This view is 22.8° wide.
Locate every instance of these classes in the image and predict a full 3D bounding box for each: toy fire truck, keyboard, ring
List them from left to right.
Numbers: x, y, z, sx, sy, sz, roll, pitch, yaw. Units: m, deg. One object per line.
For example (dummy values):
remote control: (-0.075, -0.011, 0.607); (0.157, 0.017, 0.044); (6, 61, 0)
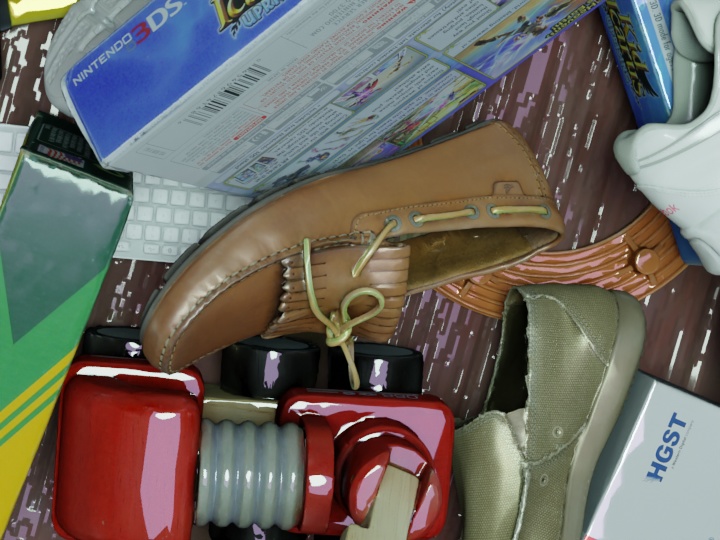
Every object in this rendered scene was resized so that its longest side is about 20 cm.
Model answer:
keyboard: (-0.144, -0.037, 0.820); (0.199, 0.011, 0.057); (5, 95, -9)
toy fire truck: (-0.042, 0.103, 0.752); (0.175, 0.200, 0.129); (5, 95, -9)
ring: (0.092, -0.073, 0.846); (0.199, 0.019, 0.202); (-1, 95, -8)

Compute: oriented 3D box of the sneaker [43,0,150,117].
sneaker: (-0.044, -0.119, 0.773); (0.200, 0.077, 0.082); (-36, 133, 4)

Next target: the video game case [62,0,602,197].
video game case: (0.007, -0.104, 0.718); (0.200, 0.181, 0.046); (-36, 72, 18)

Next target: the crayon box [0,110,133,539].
crayon box: (-0.153, 0.040, 0.763); (0.051, 0.127, 0.201); (21, 99, -11)

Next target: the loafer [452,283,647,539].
loafer: (0.068, 0.095, 0.821); (0.067, 0.076, 0.201); (23, 76, -11)

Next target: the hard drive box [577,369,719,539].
hard drive box: (0.185, 0.154, 0.853); (0.199, 0.077, 0.156); (22, 92, -9)

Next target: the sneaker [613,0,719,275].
sneaker: (0.186, -0.101, 0.766); (0.099, 0.078, 0.200); (39, 83, -8)

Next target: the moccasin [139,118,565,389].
moccasin: (-0.001, 0.001, 0.764); (0.201, 0.074, 0.078); (-19, 66, -32)

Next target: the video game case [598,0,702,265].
video game case: (0.206, -0.127, 0.831); (0.181, 0.045, 0.201); (-21, 97, -13)

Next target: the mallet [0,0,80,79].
mallet: (-0.109, -0.135, 0.805); (0.199, 0.041, 0.066); (-17, 101, -10)
